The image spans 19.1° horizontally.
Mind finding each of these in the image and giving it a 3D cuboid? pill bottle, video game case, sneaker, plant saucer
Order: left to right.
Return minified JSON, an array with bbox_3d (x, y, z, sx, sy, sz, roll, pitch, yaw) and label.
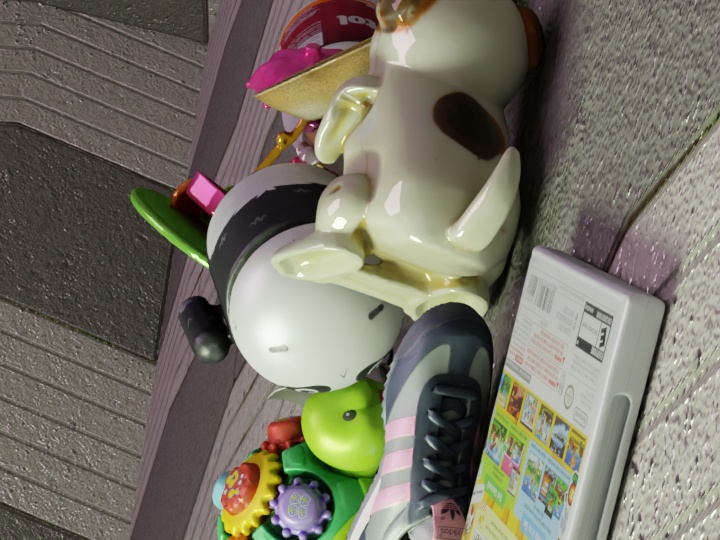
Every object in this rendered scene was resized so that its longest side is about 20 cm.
[{"bbox_3d":[-0.011,-0.150,1.782,0.200,0.113,0.113,-99,23,-64],"label":"pill bottle"},{"bbox_3d":[0.022,-0.150,1.493,0.036,0.200,0.200,65,173,-6],"label":"plant saucer"},{"bbox_3d":[0.047,0.121,1.265,0.082,0.070,0.200,-138,57,-60],"label":"sneaker"},{"bbox_3d":[0.098,0.088,1.093,0.200,0.023,0.182,-140,63,-79],"label":"video game case"}]

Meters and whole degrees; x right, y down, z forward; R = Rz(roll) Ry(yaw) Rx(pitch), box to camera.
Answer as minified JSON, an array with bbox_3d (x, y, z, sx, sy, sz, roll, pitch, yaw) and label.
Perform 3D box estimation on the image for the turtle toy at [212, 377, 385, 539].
[{"bbox_3d":[-0.035,0.154,1.484,0.200,0.101,0.146,-47,31,23],"label":"turtle toy"}]

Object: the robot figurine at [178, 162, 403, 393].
[{"bbox_3d":[-0.039,0.003,1.464,0.150,0.125,0.200,-62,22,16],"label":"robot figurine"}]

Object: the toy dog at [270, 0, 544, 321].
[{"bbox_3d":[0.041,-0.090,1.328,0.194,0.139,0.200,136,148,-66],"label":"toy dog"}]

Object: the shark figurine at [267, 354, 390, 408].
[{"bbox_3d":[-0.034,0.129,1.635,0.128,0.089,0.215,-89,17,-57],"label":"shark figurine"}]

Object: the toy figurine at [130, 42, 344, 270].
[{"bbox_3d":[-0.048,-0.082,1.637,0.150,0.200,0.184,41,99,37],"label":"toy figurine"}]
